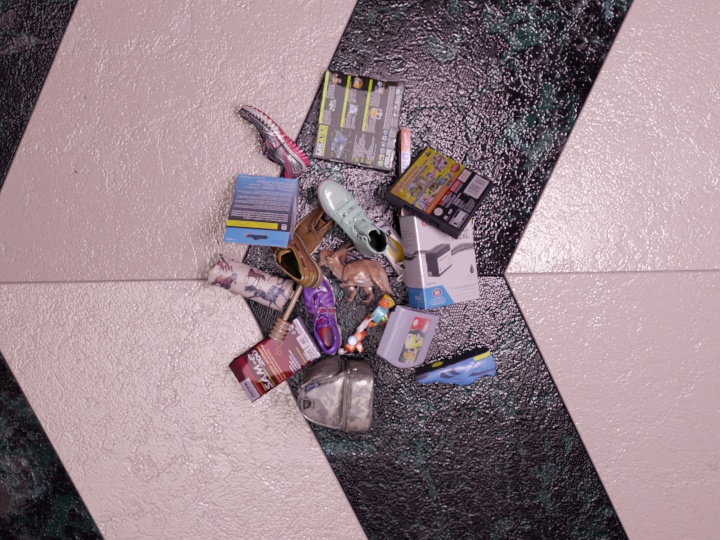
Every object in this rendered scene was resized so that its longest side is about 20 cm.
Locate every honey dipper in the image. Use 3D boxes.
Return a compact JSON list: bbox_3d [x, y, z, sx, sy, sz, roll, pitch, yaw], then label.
[{"bbox_3d":[-0.150,0.066,1.347,0.037,0.038,0.203,27,86,-3],"label":"honey dipper"}]

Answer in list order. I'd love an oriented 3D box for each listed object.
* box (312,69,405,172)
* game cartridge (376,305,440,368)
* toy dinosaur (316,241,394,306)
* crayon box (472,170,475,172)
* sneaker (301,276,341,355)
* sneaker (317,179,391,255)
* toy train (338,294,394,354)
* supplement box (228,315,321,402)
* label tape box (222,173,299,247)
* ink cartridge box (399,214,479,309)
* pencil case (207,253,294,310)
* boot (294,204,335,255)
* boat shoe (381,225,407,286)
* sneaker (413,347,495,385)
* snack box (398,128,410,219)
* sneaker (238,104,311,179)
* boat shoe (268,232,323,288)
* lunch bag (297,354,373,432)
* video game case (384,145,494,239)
[{"bbox_3d":[-0.004,-0.344,1.360,0.188,0.048,0.205,9,95,1],"label":"box"},{"bbox_3d":[0.111,0.153,1.334,0.040,0.199,0.136,27,97,32],"label":"game cartridge"},{"bbox_3d":[0.000,0.000,1.375,0.195,0.086,0.138,10,59,-18],"label":"toy dinosaur"},{"bbox_3d":[0.198,-0.132,1.376,0.122,0.052,0.206,3,95,-1],"label":"crayon box"},{"bbox_3d":[-0.088,0.099,1.374,0.079,0.083,0.204,-19,92,0],"label":"sneaker"},{"bbox_3d":[-0.009,-0.118,1.279,0.074,0.118,0.201,-43,108,-14],"label":"sneaker"},{"bbox_3d":[0.024,0.135,1.339,0.055,0.200,0.151,40,68,2],"label":"toy train"},{"bbox_3d":[-0.201,0.208,1.393,0.198,0.061,0.110,-34,93,3],"label":"supplement box"},{"bbox_3d":[-0.218,-0.117,1.310,0.140,0.064,0.204,5,54,-1],"label":"label tape box"},{"bbox_3d":[0.175,-0.029,1.297,0.142,0.083,0.205,-9,94,-20],"label":"ink cartridge box"},{"bbox_3d":[-0.251,0.029,1.366,0.196,0.090,0.079,20,103,-5],"label":"pencil case"},{"bbox_3d":[-0.107,-0.099,1.364,0.073,0.075,0.201,40,94,-5],"label":"boot"},{"bbox_3d":[0.106,-0.017,1.361,0.074,0.086,0.203,-36,93,13],"label":"boat shoe"},{"bbox_3d":[0.227,0.249,1.400,0.195,0.066,0.080,-16,98,0],"label":"sneaker"},{"bbox_3d":[0.102,-0.220,1.357,0.024,0.072,0.206,0,94,0],"label":"snack box"},{"bbox_3d":[-0.205,-0.297,1.344,0.075,0.081,0.200,-45,94,5],"label":"sneaker"},{"bbox_3d":[-0.161,-0.039,1.323,0.199,0.067,0.073,42,108,33],"label":"boat shoe"},{"bbox_3d":[-0.056,0.276,1.331,0.163,0.200,0.143,2,94,-2],"label":"lunch bag"},{"bbox_3d":[0.174,-0.174,1.276,0.178,0.026,0.201,30,52,12],"label":"video game case"}]
